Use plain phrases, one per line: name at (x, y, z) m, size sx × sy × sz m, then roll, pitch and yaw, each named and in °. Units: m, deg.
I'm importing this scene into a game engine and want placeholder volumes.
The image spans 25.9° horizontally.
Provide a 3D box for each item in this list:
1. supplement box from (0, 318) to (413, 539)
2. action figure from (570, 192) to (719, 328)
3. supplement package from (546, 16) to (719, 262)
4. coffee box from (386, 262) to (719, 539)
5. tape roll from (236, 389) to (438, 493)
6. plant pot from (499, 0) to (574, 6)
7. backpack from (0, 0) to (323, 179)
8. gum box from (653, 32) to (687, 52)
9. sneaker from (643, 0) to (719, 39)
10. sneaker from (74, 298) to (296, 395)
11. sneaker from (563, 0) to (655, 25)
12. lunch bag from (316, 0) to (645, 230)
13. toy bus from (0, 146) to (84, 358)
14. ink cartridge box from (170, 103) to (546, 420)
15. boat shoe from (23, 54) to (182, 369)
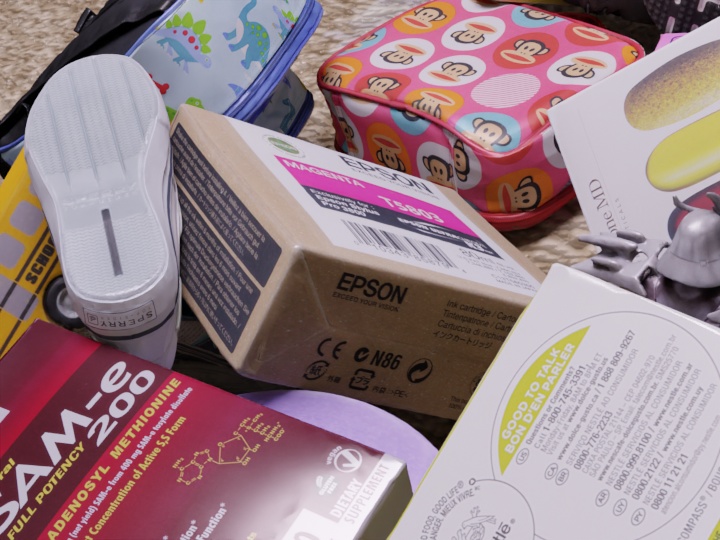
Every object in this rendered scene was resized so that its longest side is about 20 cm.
supplement box at (-0.086, 0.102, 0.654) m, size 0.198 × 0.061 × 0.109 m, roll 17°, pitch 52°, yaw 28°
action figure at (0.156, 0.047, 0.684) m, size 0.069 × 0.202 × 0.130 m, roll -33°, pitch 40°, yaw -23°
supplement package at (0.216, -0.070, 0.797) m, size 0.199 × 0.109 × 0.115 m, roll -28°, pitch 74°, yaw 30°
coffee box at (0.123, 0.151, 0.512) m, size 0.197 × 0.200 × 0.201 m, roll 24°, pitch 78°, yaw 41°
tape roll at (-0.040, 0.156, 0.694) m, size 0.197 × 0.086 × 0.202 m, roll -6°, pitch 45°, yaw 6°
plant pot at (0.159, -0.307, 1.106) m, size 0.197 × 0.178 × 0.201 m, roll 0°, pitch 31°, yaw -20°
backpack at (-0.114, -0.116, 1.008) m, size 0.199 × 0.147 × 0.184 m, roll -30°, pitch 23°, yaw 41°
gum box at (0.259, -0.078, 0.918) m, size 0.198 × 0.067 × 0.114 m, roll 7°, pitch 44°, yaw 28°
sneaker at (0.271, -0.163, 0.981) m, size 0.198 × 0.074 × 0.081 m, roll 21°, pitch 54°, yaw 2°
sneaker at (-0.126, 0.023, 0.919) m, size 0.197 × 0.087 × 0.078 m, roll 0°, pitch 38°, yaw 20°
sneaker at (0.180, -0.196, 1.027) m, size 0.091 × 0.199 × 0.076 m, roll -48°, pitch 20°, yaw 13°
lunch bag at (0.088, -0.118, 1.022) m, size 0.175 × 0.083 × 0.199 m, roll -35°, pitch 40°, yaw -24°
toy bus at (-0.194, 0.031, 0.854) m, size 0.201 × 0.078 × 0.065 m, roll -58°, pitch 9°, yaw 7°
ink cartridge box at (0.000, 0.000, 0.820) m, size 0.198 × 0.076 × 0.165 m, roll 14°, pitch 22°, yaw -35°
boat shoe at (-0.125, -0.026, 0.769) m, size 0.073 × 0.067 × 0.201 m, roll -8°, pitch 42°, yaw -3°
